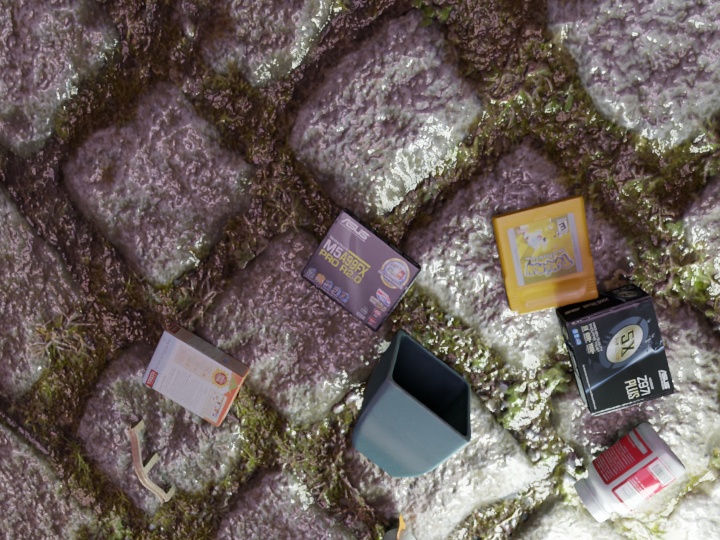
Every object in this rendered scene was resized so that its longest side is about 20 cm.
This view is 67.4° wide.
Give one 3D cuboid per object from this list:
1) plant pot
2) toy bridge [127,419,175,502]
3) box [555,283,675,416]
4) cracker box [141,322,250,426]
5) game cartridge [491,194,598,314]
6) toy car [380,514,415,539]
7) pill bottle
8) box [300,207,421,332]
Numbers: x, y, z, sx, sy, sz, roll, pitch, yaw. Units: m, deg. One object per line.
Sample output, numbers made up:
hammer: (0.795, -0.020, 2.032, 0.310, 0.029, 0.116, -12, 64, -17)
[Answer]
plant pot: (0.085, 0.287, 1.080, 0.194, 0.197, 0.201, 37, 113, -4)
toy bridge: (-0.490, 0.445, 1.241, 0.026, 0.067, 0.205, -18, 102, 10)
box: (0.491, 0.154, 1.049, 0.159, 0.086, 0.205, -18, 101, 10)
cracker box: (-0.358, 0.227, 1.178, 0.197, 0.058, 0.136, 31, 104, -3)
game cartridge: (0.359, -0.026, 1.049, 0.171, 0.032, 0.206, -13, 101, 10)
toy car: (0.085, 0.653, 1.203, 0.179, 0.177, 0.206, 7, 77, 18)
pill bottle: (0.537, 0.413, 1.093, 0.112, 0.112, 0.200, 45, 105, -6)
box: (0.000, 0.000, 1.089, 0.198, 0.044, 0.162, 37, 105, -3)
